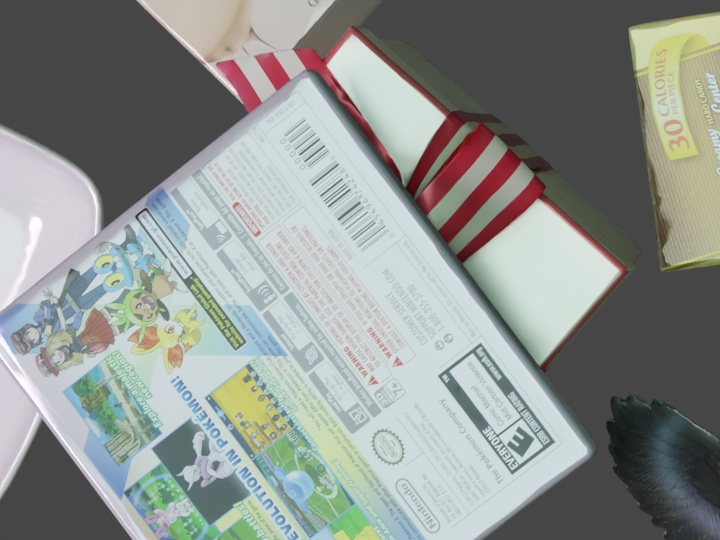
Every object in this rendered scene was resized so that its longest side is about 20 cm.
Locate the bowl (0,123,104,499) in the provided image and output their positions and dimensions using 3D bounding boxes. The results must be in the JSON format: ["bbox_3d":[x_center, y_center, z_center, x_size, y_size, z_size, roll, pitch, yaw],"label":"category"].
[{"bbox_3d":[-0.233,0.008,1.420,0.199,0.075,0.201,22,96,-4],"label":"bowl"}]

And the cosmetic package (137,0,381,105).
[{"bbox_3d":[-0.082,-0.178,1.388,0.200,0.073,0.104,43,98,11],"label":"cosmetic package"}]

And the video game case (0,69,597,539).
[{"bbox_3d":[-0.031,0.049,1.241,0.182,0.022,0.200,-37,88,9],"label":"video game case"}]

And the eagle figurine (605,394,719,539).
[{"bbox_3d":[0.227,0.113,1.355,0.151,0.151,0.201,-14,57,-27],"label":"eagle figurine"}]

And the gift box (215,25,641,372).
[{"bbox_3d":[0.000,0.000,1.338,0.200,0.187,0.185,36,98,4],"label":"gift box"}]

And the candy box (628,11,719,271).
[{"bbox_3d":[0.229,-0.070,1.364,0.199,0.055,0.116,-8,92,9],"label":"candy box"}]
